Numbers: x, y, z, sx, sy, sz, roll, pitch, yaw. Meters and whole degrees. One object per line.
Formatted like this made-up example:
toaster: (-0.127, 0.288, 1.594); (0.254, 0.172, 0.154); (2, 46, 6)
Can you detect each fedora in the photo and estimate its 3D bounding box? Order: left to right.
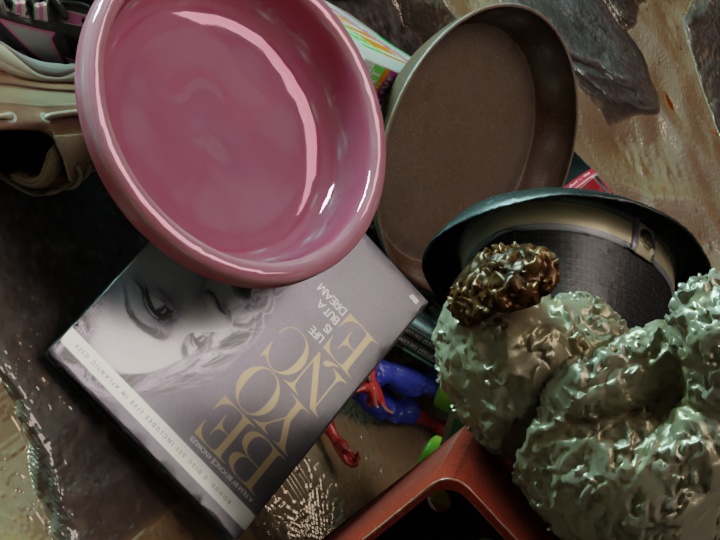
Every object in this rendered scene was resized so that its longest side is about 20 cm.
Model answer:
fedora: (0.132, 0.032, 1.240); (0.200, 0.200, 0.092); (31, 50, -38)

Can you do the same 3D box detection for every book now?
book: (-0.011, -0.146, 1.318); (0.133, 0.048, 0.200); (35, 10, 22)

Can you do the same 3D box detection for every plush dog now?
plush dog: (0.106, 0.072, 0.971); (0.171, 0.160, 0.201); (39, -20, 24)

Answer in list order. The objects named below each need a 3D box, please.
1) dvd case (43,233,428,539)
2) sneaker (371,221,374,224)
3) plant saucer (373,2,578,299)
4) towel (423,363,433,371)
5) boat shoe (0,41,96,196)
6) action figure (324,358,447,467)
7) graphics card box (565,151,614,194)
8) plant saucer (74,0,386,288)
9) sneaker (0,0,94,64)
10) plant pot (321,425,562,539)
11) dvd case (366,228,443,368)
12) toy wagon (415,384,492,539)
dvd case: (-0.065, 0.032, 1.108); (0.149, 0.016, 0.200); (47, 59, -10)
sneaker: (-0.029, -0.101, 1.300); (0.199, 0.075, 0.082); (32, 13, -33)
plant saucer: (0.070, -0.081, 1.293); (0.199, 0.034, 0.202); (-24, 124, -40)
towel: (0.145, 0.080, 1.381); (0.145, 0.024, 0.200); (-47, 109, -17)
boat shoe: (-0.177, -0.075, 1.083); (0.199, 0.076, 0.072); (10, 59, -40)
action figure: (0.017, 0.089, 1.218); (0.199, 0.065, 0.099); (29, 29, -40)
graphics card box: (0.182, -0.032, 1.500); (0.126, 0.051, 0.200); (51, 6, -13)
plant saucer: (-0.077, -0.083, 1.088); (0.199, 0.051, 0.202); (15, 65, -33)
sneaker: (-0.191, -0.151, 1.106); (0.199, 0.086, 0.081); (15, 50, -48)
plant pot: (0.059, 0.196, 1.070); (0.200, 0.200, 0.176); (46, 24, -8)
dvd case: (0.000, 0.000, 1.262); (0.199, 0.022, 0.146); (33, 15, -37)
toy wagon: (0.106, 0.142, 1.174); (0.154, 0.201, 0.040); (26, 43, 13)
